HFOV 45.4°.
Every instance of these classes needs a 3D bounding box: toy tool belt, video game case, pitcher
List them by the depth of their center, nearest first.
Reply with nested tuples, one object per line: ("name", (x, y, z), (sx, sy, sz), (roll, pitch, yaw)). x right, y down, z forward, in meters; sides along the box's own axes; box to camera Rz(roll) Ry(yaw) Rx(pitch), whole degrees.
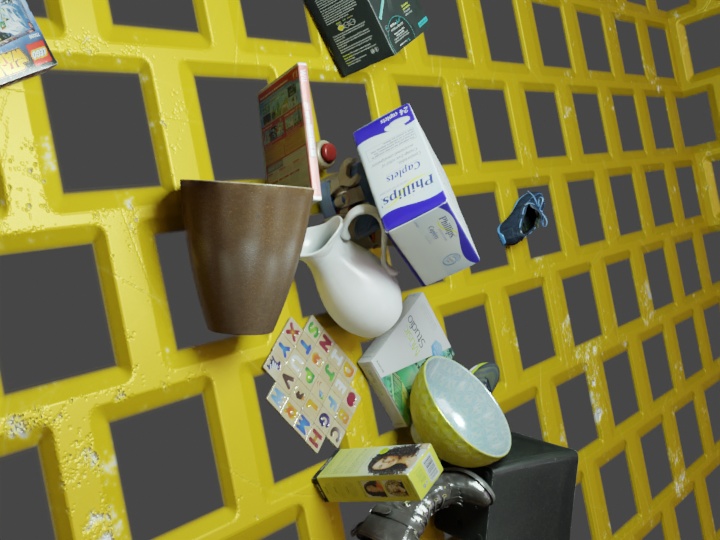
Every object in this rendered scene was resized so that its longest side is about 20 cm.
("video game case", (-0.109, -0.190, 1.290), (0.017, 0.142, 0.204), (-4, 84, -32))
("pitcher", (0.000, 0.000, 1.352), (0.201, 0.170, 0.122), (51, 27, -26))
("toy tool belt", (-0.008, -0.126, 1.406), (0.124, 0.122, 0.203), (-28, 102, -48))

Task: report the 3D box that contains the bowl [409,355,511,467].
("bowl", (0.147, 0.256, 1.447), (0.199, 0.108, 0.201), (34, 28, -21))

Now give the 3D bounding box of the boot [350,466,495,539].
("boot", (0.102, 0.395, 1.377), (0.175, 0.197, 0.070), (-59, 151, -41))

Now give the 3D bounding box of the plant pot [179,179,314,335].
("plant pot", (-0.160, -0.018, 1.187), (0.185, 0.185, 0.204), (-2, 97, -49))

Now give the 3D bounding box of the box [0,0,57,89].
("box", (-0.462, -0.265, 0.979), (0.200, 0.040, 0.139), (-39, 110, -46))

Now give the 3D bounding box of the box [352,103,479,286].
("box", (0.086, -0.112, 1.325), (0.184, 0.104, 0.202), (50, 18, -54))

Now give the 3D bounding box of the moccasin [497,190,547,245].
("moccasin", (0.369, -0.109, 1.875), (0.081, 0.068, 0.200), (60, 44, -20))

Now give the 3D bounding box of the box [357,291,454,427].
("box", (0.085, 0.154, 1.515), (0.200, 0.036, 0.146), (-49, 118, -41))

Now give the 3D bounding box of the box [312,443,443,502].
("box", (0.023, 0.303, 1.285), (0.075, 0.198, 0.051), (-42, 109, -46))

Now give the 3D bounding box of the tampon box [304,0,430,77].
("tampon box", (0.003, -0.471, 1.493), (0.150, 0.125, 0.202), (-46, 115, -44))

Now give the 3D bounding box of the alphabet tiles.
("alphabet tiles", (-0.073, 0.177, 1.351), (0.201, 0.006, 0.168), (52, 47, -28))

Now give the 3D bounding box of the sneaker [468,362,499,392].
("sneaker", (0.227, 0.248, 1.622), (0.074, 0.080, 0.201), (58, 45, -22))

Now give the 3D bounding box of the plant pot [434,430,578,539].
("plant pot", (0.242, 0.398, 1.511), (0.175, 0.199, 0.203), (7, 89, -36))
